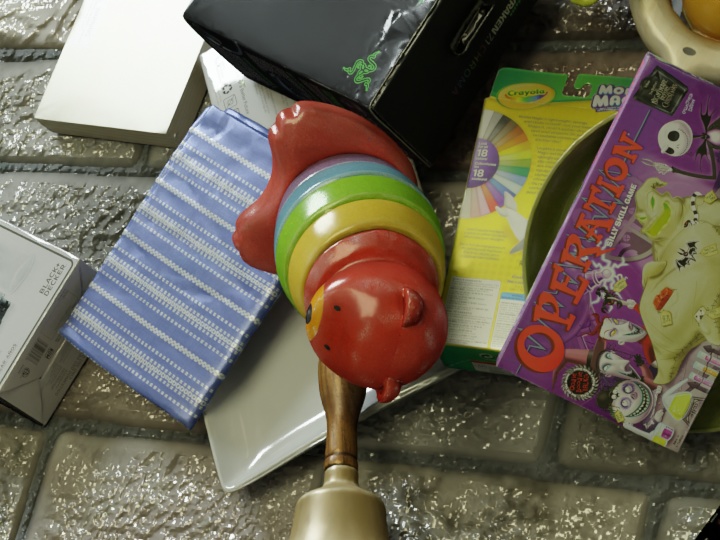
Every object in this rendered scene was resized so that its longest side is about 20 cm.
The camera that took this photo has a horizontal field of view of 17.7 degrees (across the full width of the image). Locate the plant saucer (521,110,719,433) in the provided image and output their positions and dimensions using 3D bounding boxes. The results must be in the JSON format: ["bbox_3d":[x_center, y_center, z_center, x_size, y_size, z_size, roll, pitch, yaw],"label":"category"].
[{"bbox_3d":[0.194,-0.006,1.355,0.199,0.031,0.201,1,101,4],"label":"plant saucer"}]

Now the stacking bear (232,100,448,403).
[{"bbox_3d":[0.000,0.000,1.410,0.200,0.113,0.122,-109,36,-59],"label":"stacking bear"}]

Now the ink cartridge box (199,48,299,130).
[{"bbox_3d":[-0.017,-0.156,1.633,0.200,0.037,0.095,-29,54,18],"label":"ink cartridge box"}]

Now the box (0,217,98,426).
[{"bbox_3d":[-0.279,0.020,1.682,0.200,0.060,0.117,23,78,38],"label":"box"}]

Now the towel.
[{"bbox_3d":[-0.106,-0.007,1.579,0.145,0.024,0.200,31,86,36],"label":"towel"}]

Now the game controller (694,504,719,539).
[{"bbox_3d":[0.265,0.121,1.299,0.104,0.042,0.200,34,84,39],"label":"game controller"}]

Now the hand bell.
[{"bbox_3d":[-0.010,0.114,1.436,0.104,0.104,0.201,-13,57,26],"label":"hand bell"}]

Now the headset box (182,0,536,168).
[{"bbox_3d":[0.013,-0.187,1.551,0.200,0.093,0.174,30,84,37],"label":"headset box"}]

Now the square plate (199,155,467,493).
[{"bbox_3d":[-0.026,0.027,1.541,0.198,0.028,0.200,-30,53,15],"label":"square plate"}]

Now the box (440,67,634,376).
[{"bbox_3d":[0.121,-0.031,1.453,0.117,0.048,0.201,7,70,18],"label":"box"}]

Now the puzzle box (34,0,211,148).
[{"bbox_3d":[-0.154,-0.190,1.743,0.133,0.025,0.200,9,70,35],"label":"puzzle box"}]

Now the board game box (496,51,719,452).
[{"bbox_3d":[0.173,-0.009,1.327,0.120,0.032,0.200,26,102,4],"label":"board game box"}]

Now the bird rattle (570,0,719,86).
[{"bbox_3d":[0.235,-0.196,1.474,0.199,0.113,0.163,-16,76,-6],"label":"bird rattle"}]
